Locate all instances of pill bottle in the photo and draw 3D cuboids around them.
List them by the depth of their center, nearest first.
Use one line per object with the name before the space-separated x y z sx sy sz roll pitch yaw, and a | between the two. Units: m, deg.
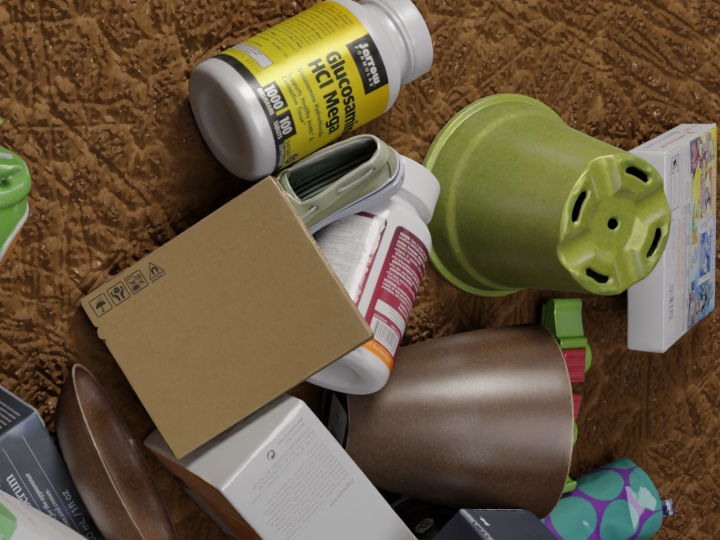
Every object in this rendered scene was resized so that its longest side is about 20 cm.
pill bottle | -0.039 -0.168 1.610 0.200 0.112 0.112 -31 115 -24
pill bottle | 0.000 0.000 1.651 0.110 0.110 0.200 35 63 -33

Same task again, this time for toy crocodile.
toy crocodile | 0.196 0.125 1.853 0.067 0.062 0.200 4 98 -33

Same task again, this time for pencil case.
pencil case | 0.216 0.266 1.883 0.200 0.085 0.092 -21 97 -27

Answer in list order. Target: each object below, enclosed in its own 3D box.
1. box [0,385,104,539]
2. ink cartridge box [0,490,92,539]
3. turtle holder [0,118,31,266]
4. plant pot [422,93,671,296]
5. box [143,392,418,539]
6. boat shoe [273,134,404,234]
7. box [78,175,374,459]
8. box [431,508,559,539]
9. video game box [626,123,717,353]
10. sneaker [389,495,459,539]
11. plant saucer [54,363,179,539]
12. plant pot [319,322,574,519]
box | -0.330 0.213 1.511 0.200 0.107 0.148 -36 118 -20
ink cartridge box | -0.263 0.225 1.404 0.200 0.145 0.088 33 82 -34
turtle holder | -0.349 -0.044 1.427 0.185 0.141 0.132 -9 122 -40
plant pot | 0.183 -0.057 1.733 0.200 0.184 0.200 -7 104 -30
box | -0.070 0.199 1.646 0.106 0.152 0.200 -46 120 -16
boat shoe | -0.059 -0.064 1.607 0.200 0.072 0.062 -28 146 7
box | -0.114 0.041 1.568 0.200 0.021 0.164 -33 86 6
box | 0.088 0.313 1.641 0.200 0.104 0.148 -49 154 16
video game box | 0.313 -0.037 1.854 0.182 0.047 0.200 -23 115 -59
sneaker | 0.036 0.296 1.737 0.076 0.116 0.200 38 68 -23
plant saucer | -0.206 0.174 1.541 0.037 0.200 0.200 -26 115 -1
plant pot | 0.070 0.141 1.723 0.200 0.187 0.187 1 100 -18
